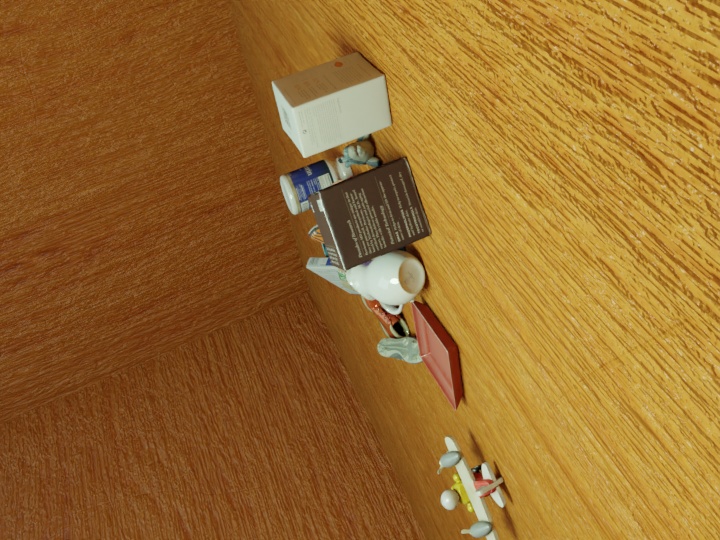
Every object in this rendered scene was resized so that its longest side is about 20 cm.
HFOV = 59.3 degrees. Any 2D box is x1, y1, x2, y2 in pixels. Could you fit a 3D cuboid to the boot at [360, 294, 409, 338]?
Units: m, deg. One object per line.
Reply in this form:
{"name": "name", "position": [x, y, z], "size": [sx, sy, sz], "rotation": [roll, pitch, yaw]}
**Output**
{"name": "boot", "position": [0.074, 0.114, 1.815], "size": [0.202, 0.074, 0.107], "rotation": [56, 170, -12]}

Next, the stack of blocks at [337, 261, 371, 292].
{"name": "stack of blocks", "position": [0.000, 0.000, 1.695], "size": [0.112, 0.060, 0.201], "rotation": [19, 161, 14]}

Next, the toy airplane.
{"name": "toy airplane", "position": [0.255, 0.518, 1.478], "size": [0.201, 0.138, 0.203], "rotation": [-126, 18, -57]}

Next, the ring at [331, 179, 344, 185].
{"name": "ring", "position": [-0.019, -0.144, 1.674], "size": [0.196, 0.019, 0.206], "rotation": [18, 122, 30]}

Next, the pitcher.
{"name": "pitcher", "position": [0.076, 0.037, 1.484], "size": [0.172, 0.122, 0.198], "rotation": [47, 154, -21]}

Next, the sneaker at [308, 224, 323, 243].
{"name": "sneaker", "position": [-0.051, -0.073, 1.784], "size": [0.077, 0.196, 0.114], "rotation": [-42, 58, 41]}

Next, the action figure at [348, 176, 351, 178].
{"name": "action figure", "position": [-0.030, -0.154, 1.748], "size": [0.065, 0.096, 0.206], "rotation": [177, 83, -78]}

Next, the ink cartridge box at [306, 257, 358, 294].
{"name": "ink cartridge box", "position": [-0.042, 0.018, 1.977], "size": [0.198, 0.044, 0.194], "rotation": [30, 163, -33]}

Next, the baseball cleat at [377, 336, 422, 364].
{"name": "baseball cleat", "position": [0.136, 0.219, 1.759], "size": [0.198, 0.105, 0.072], "rotation": [7, 84, 53]}

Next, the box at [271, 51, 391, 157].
{"name": "box", "position": [-0.058, -0.335, 1.267], "size": [0.153, 0.195, 0.108], "rotation": [-124, 17, -49]}

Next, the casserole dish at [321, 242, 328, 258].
{"name": "casserole dish", "position": [-0.106, -0.080, 2.058], "size": [0.200, 0.038, 0.124], "rotation": [83, 169, -82]}

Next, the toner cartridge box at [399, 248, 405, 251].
{"name": "toner cartridge box", "position": [0.077, -0.052, 1.562], "size": [0.095, 0.042, 0.205], "rotation": [-137, 28, -66]}

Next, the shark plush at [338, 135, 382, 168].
{"name": "shark plush", "position": [-0.019, -0.280, 1.499], "size": [0.200, 0.081, 0.093], "rotation": [-143, 33, -72]}

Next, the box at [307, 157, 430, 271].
{"name": "box", "position": [0.014, -0.118, 1.324], "size": [0.166, 0.196, 0.168], "rotation": [-159, 47, -77]}

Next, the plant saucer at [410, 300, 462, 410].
{"name": "plant saucer", "position": [0.185, 0.193, 1.496], "size": [0.201, 0.036, 0.203], "rotation": [-124, 17, -50]}

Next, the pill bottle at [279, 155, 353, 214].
{"name": "pill bottle", "position": [-0.121, -0.246, 1.795], "size": [0.116, 0.196, 0.118], "rotation": [158, 89, -78]}
